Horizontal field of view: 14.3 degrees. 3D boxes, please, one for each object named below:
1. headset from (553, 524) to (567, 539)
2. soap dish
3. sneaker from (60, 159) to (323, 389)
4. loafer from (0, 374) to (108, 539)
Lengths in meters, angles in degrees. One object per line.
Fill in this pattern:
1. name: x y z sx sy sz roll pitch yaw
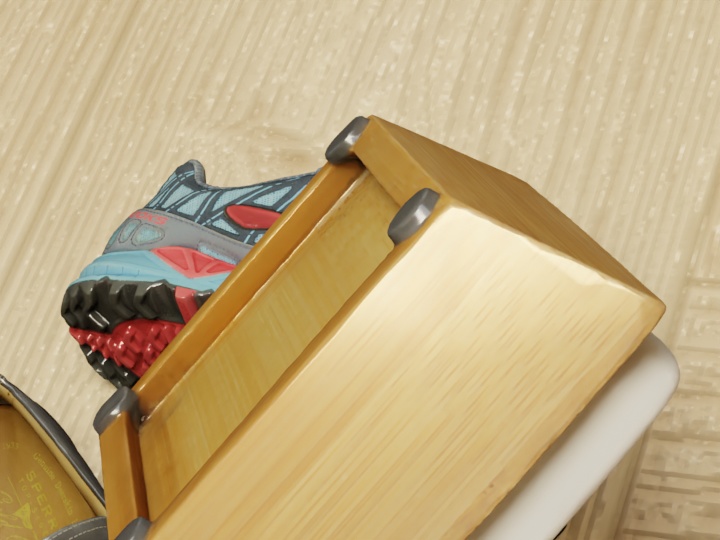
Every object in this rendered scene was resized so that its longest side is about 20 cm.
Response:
1. headset: 0.104 0.142 0.757 0.200 0.094 0.123 36 34 18
2. soap dish: -0.002 0.038 0.785 0.157 0.081 0.200 -48 12 3
3. sneaker: 0.000 0.000 0.955 0.199 0.080 0.096 10 52 25
4. loafer: -0.093 0.108 0.894 0.073 0.072 0.200 -31 49 -12
